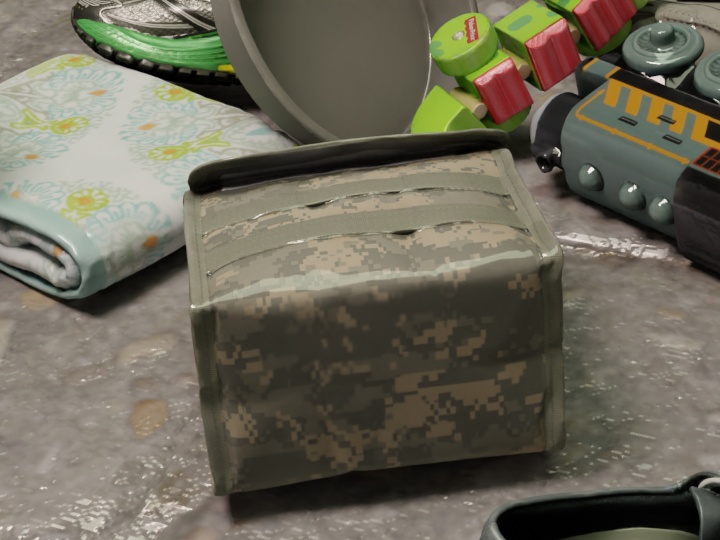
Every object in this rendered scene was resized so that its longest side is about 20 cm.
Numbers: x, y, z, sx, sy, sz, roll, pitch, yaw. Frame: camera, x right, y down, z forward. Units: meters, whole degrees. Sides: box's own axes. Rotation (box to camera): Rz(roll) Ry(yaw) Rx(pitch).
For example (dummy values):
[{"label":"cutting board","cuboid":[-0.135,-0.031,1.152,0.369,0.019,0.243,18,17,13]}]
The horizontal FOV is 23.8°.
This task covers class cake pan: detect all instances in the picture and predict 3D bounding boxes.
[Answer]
[{"label":"cake pan","cuboid":[-0.011,-0.155,0.992,0.037,0.202,0.200,-18,16,45]}]

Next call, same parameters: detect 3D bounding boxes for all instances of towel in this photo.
[{"label":"towel","cuboid":[-0.158,-0.061,0.976,0.199,0.049,0.171,24,43,36]}]

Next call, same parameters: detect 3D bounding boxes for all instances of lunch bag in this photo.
[{"label":"lunch bag","cuboid":[0.000,0.000,0.803,0.162,0.119,0.200,-7,27,-4]}]

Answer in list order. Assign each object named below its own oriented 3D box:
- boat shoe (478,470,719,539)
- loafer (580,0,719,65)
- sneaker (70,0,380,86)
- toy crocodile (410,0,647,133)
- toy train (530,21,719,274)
[{"label":"boat shoe","cuboid":[0.138,0.112,0.660,0.197,0.062,0.073,-5,32,-2]},{"label":"loafer","cuboid":[0.190,-0.128,1.028,0.069,0.071,0.199,-27,31,-24]},{"label":"sneaker","cuboid":[-0.082,-0.159,1.068,0.197,0.086,0.078,2,-1,2]},{"label":"toy crocodile","cuboid":[0.106,-0.133,0.985,0.200,0.068,0.062,-40,38,-8]},{"label":"toy train","cuboid":[0.182,-0.064,0.918,0.114,0.086,0.199,-35,43,-25]}]
